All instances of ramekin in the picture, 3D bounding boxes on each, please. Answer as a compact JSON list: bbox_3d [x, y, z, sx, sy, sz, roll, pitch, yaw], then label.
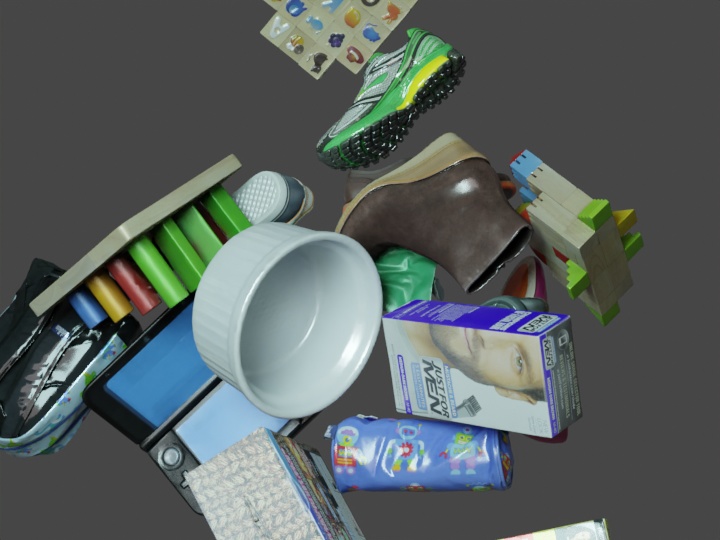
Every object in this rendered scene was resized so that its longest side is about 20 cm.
[{"bbox_3d":[-0.081,0.046,1.606,0.098,0.200,0.201,22,83,44],"label":"ramekin"}]

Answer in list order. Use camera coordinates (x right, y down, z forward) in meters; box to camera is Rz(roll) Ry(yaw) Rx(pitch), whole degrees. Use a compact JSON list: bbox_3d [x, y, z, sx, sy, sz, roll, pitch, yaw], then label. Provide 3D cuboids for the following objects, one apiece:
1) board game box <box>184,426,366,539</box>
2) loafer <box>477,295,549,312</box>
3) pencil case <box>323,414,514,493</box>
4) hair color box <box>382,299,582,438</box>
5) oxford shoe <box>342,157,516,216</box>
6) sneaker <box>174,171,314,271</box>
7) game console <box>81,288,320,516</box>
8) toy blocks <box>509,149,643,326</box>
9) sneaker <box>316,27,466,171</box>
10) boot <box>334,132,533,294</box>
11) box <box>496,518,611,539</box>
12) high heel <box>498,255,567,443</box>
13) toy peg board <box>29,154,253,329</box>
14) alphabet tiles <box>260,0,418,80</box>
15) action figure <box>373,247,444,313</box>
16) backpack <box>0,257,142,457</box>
[{"bbox_3d":[-0.075,0.266,1.593,0.097,0.200,0.160,-32,71,6],"label":"board game box"},{"bbox_3d":[0.119,0.073,1.635,0.200,0.063,0.072,-24,84,47],"label":"loafer"},{"bbox_3d":[0.065,0.195,1.638,0.199,0.078,0.087,-2,69,15],"label":"pencil case"},{"bbox_3d":[0.121,0.096,1.551,0.199,0.065,0.110,4,111,40],"label":"hair color box"},{"bbox_3d":[0.074,-0.097,1.709,0.199,0.071,0.073,-6,71,14],"label":"oxford shoe"},{"bbox_3d":[-0.137,-0.047,1.756,0.200,0.079,0.079,-25,69,34],"label":"sneaker"},{"bbox_3d":[-0.171,0.142,1.693,0.200,0.116,0.176,-43,70,2],"label":"game console"},{"bbox_3d":[0.211,-0.041,1.608,0.100,0.200,0.137,-44,57,-8],"label":"toy blocks"},{"bbox_3d":[0.025,-0.193,1.750,0.200,0.078,0.085,-42,63,-7],"label":"sneaker"},{"bbox_3d":[0.070,-0.034,1.603,0.200,0.072,0.167,-43,51,14],"label":"boot"},{"bbox_3d":[0.166,0.313,1.597,0.199,0.050,0.076,-13,75,12],"label":"box"},{"bbox_3d":[0.192,0.086,1.657,0.067,0.096,0.201,-19,51,52],"label":"high heel"},{"bbox_3d":[-0.220,-0.007,1.662,0.199,0.200,0.098,-35,93,42],"label":"toy peg board"},{"bbox_3d":[-0.021,-0.330,1.823,0.166,0.006,0.200,40,89,19],"label":"alphabet tiles"},{"bbox_3d":[0.000,0.000,1.707,0.199,0.055,0.119,3,64,27],"label":"action figure"},{"bbox_3d":[-0.362,0.116,1.748,0.163,0.154,0.200,28,64,17],"label":"backpack"}]
